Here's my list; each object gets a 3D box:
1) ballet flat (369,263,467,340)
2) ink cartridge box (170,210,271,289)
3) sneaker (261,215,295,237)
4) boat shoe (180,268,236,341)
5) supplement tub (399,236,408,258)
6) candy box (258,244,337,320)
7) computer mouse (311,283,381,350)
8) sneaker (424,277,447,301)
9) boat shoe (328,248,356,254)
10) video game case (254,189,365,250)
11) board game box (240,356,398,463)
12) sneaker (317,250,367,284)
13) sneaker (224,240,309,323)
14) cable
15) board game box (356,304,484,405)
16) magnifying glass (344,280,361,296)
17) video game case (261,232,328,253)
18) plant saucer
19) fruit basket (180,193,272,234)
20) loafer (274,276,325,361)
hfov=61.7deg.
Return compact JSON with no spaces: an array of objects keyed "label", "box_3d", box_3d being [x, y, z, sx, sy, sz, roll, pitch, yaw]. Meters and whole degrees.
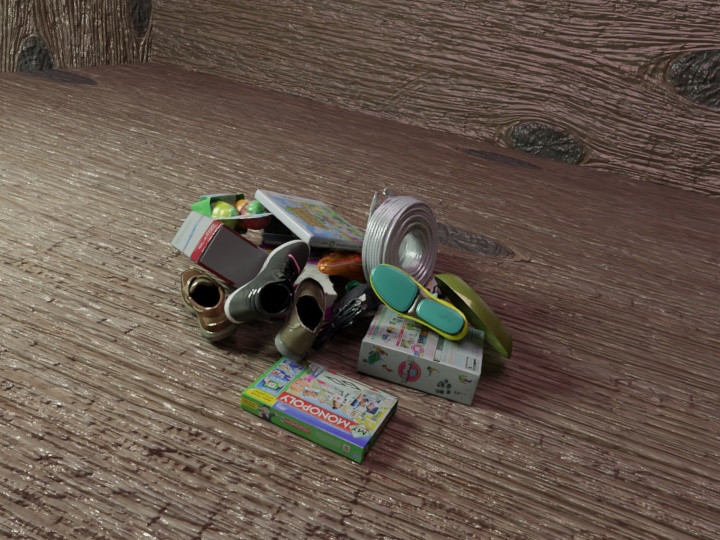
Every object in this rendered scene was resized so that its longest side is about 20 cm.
[{"label":"ballet flat","box_3d":[0.100,0.060,1.048,0.199,0.067,0.067,33,-6,24]},{"label":"ink cartridge box","box_3d":[-0.247,-0.030,1.107,0.145,0.084,0.199,35,-7,-32]},{"label":"sneaker","box_3d":[-0.142,-0.102,1.410,0.144,0.078,0.201,3,2,32]},{"label":"boat shoe","box_3d":[-0.270,0.041,1.052,0.075,0.073,0.200,-25,38,-22]},{"label":"supplement tub","box_3d":[0.074,-0.064,1.379,0.121,0.124,0.200,9,21,-2]},{"label":"candy box","box_3d":[-0.133,0.021,1.195,0.134,0.062,0.200,5,24,-16]},{"label":"computer mouse","box_3d":[-0.013,0.064,1.091,0.053,0.138,0.200,52,25,4]},{"label":"sneaker","box_3d":[0.130,0.066,1.193,0.079,0.075,0.200,-21,6,15]},{"label":"boat shoe","box_3d":[-0.041,-0.031,1.334,0.074,0.073,0.200,2,4,2]},{"label":"video game case","box_3d":[-0.090,-0.100,1.209,0.181,0.022,0.200,5,28,-46]},{"label":"board game box","box_3d":[-0.058,0.196,0.893,0.198,0.030,0.134,19,25,18]},{"label":"sneaker","box_3d":[0.000,0.000,1.214,0.198,0.078,0.073,-2,18,-37]},{"label":"sneaker","box_3d":[-0.127,0.017,1.000,0.098,0.071,0.200,-3,34,45]},{"label":"cable","box_3d":[0.084,-0.045,1.193,0.069,0.203,0.199,14,-1,40]},{"label":"board game box","box_3d":[0.107,0.139,1.039,0.197,0.065,0.148,16,24,8]},{"label":"magnifying glass","box_3d":[0.006,0.026,1.287,0.078,0.023,0.201,11,23,-5]},{"label":"video game case","box_3d":[-0.142,-0.056,1.297,0.141,0.019,0.200,5,-3,-10]},{"label":"plant saucer","box_3d":[0.211,0.075,1.095,0.200,0.031,0.200,49,-1,2]},{"label":"fruit basket","box_3d":[-0.243,-0.123,1.262,0.197,0.095,0.185,-7,7,24]},{"label":"loafer","box_3d":[-0.085,0.070,1.007,0.075,0.070,0.201,36,27,-17]}]
